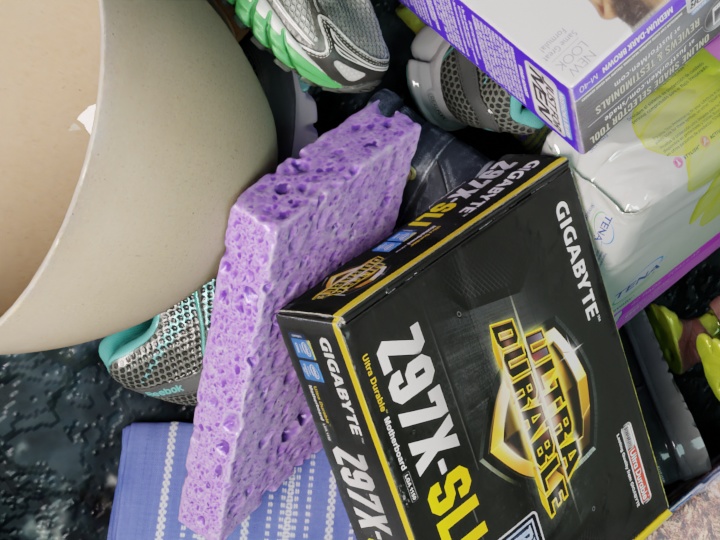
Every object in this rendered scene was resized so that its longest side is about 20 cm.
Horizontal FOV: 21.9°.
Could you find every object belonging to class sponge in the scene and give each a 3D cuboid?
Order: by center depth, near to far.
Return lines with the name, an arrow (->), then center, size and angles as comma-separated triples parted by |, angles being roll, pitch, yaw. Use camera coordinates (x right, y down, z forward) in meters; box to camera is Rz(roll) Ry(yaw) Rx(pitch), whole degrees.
sponge -> -0.031, 0.027, 0.873 | 0.111, 0.030, 0.201 | -38, 152, -44

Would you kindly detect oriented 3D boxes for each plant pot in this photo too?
plant pot -> -0.116, -0.054, 0.830 | 0.134, 0.200, 0.201 | 13, 101, -41

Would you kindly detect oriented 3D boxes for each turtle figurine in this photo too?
turtle figurine -> 0.245, 0.011, 1.044 | 0.161, 0.200, 0.065 | -25, 132, -15

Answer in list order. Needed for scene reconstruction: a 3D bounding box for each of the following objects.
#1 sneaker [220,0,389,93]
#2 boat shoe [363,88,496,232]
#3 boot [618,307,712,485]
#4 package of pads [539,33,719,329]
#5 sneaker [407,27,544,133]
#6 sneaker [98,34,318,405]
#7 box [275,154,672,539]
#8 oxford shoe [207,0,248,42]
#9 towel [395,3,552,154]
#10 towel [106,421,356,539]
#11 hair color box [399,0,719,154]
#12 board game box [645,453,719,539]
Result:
sneaker -> -0.032, -0.175, 0.846 | 0.085, 0.078, 0.201 | -20, 95, 23
boat shoe -> 0.000, 0.000, 0.973 | 0.201, 0.091, 0.071 | -56, 170, 32
boot -> 0.072, 0.081, 1.030 | 0.199, 0.165, 0.066 | -23, 130, 5
package of pads -> 0.164, -0.055, 0.966 | 0.200, 0.068, 0.155 | -37, 159, -28
sneaker -> 0.121, -0.136, 0.948 | 0.200, 0.091, 0.078 | -45, 122, -8
sneaker -> -0.078, -0.023, 0.927 | 0.091, 0.078, 0.201 | 9, 97, -20
box -> 0.059, 0.069, 0.870 | 0.159, 0.049, 0.201 | -33, 115, -33
oxford shoe -> -0.113, -0.185, 0.866 | 0.200, 0.071, 0.071 | 56, 51, -31
towel -> 0.124, -0.131, 1.026 | 0.200, 0.023, 0.144 | 40, 87, -31
towel -> -0.033, 0.151, 0.946 | 0.199, 0.024, 0.145 | 4, 65, 2
hair color box -> 0.073, -0.160, 0.883 | 0.109, 0.200, 0.065 | -41, 153, -10
board game box -> 0.212, 0.164, 1.061 | 0.159, 0.200, 0.097 | -35, 81, -13
